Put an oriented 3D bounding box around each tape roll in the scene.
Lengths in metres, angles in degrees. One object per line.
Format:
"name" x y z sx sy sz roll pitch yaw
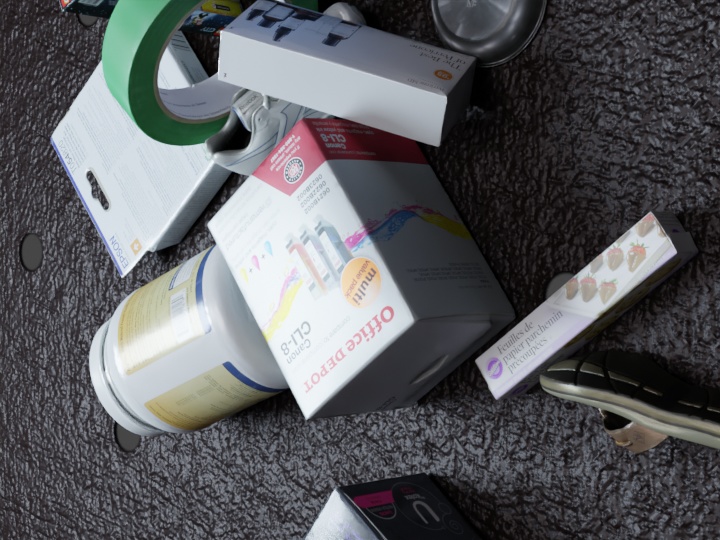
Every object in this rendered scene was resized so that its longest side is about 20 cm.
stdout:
"tape roll" -0.130 -0.204 1.230 0.048 0.199 0.201 47 118 29

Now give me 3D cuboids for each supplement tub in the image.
"supplement tub" -0.141 0.064 1.278 0.199 0.144 0.146 -27 74 37

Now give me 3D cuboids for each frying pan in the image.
"frying pan" 0.078 -0.249 1.168 0.190 0.031 0.116 43 116 28

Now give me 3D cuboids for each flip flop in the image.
"flip flop" 0.218 0.109 1.026 0.198 0.081 0.058 18 116 33

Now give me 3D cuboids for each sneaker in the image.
"sneaker" -0.063 -0.155 1.248 0.201 0.087 0.075 -53 57 26

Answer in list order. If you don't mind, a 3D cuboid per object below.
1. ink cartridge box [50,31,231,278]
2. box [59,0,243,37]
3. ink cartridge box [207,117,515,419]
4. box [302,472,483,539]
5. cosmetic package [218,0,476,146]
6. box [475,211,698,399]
"ink cartridge box" -0.216 -0.130 1.408 0.200 0.040 0.201 -46 62 31
"box" -0.205 -0.294 1.293 0.038 0.199 0.138 -31 70 35
"ink cartridge box" 0.000 0.000 1.157 0.145 0.144 0.201 -44 65 31
"box" 0.001 0.281 1.172 0.106 0.122 0.201 46 118 31
"cosmetic package" -0.011 -0.167 1.152 0.198 0.083 0.051 18 128 14
"box" 0.172 0.029 1.079 0.200 0.041 0.039 -43 64 31
